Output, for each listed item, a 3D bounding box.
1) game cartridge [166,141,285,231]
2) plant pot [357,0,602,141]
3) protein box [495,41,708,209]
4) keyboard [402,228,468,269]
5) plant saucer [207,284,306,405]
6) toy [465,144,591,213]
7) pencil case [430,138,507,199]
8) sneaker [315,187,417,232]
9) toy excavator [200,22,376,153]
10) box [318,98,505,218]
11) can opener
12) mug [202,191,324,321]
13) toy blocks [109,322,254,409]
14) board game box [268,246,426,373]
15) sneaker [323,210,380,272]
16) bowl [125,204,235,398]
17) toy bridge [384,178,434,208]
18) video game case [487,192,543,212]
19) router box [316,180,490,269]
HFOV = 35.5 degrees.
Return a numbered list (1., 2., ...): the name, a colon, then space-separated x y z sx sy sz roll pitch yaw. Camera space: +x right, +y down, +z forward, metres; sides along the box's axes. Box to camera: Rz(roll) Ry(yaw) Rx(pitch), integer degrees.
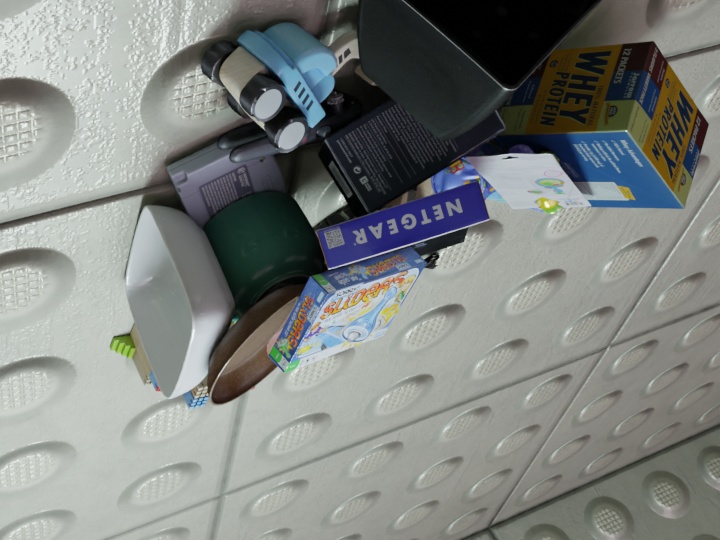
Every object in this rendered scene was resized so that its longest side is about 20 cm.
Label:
1. game cartridge: -0.163 -0.098 1.433 0.133 0.042 0.200 -30 152 -11
2. plant pot: 0.110 -0.266 1.234 0.200 0.199 0.178 -46 175 -29
3. protein box: 0.325 -0.188 1.510 0.198 0.199 0.135 38 65 -43
4. keyboard: 0.084 -0.035 1.795 0.199 0.021 0.127 -16 143 -24
5. plant saucer: -0.123 0.084 1.399 0.200 0.037 0.201 -42 165 -14
6. toy: 0.227 -0.131 1.484 0.115 0.047 0.200 0 161 26
7. pencil case: 0.177 -0.143 1.580 0.078 0.087 0.200 -47 169 35
8. sneaker: 0.017 -0.054 1.642 0.199 0.077 0.085 -27 157 -8
9. toy excavator: -0.051 -0.231 1.279 0.200 0.100 0.195 -44 148 -4
10. box: 0.060 -0.161 1.407 0.200 0.107 0.148 -32 -178 -4
11. can opener: -0.079 -0.168 1.340 0.200 0.063 0.079 -26 135 -38
12. mug: -0.122 -0.002 1.469 0.152 0.115 0.185 -26 152 -10
13. toy blocks: -0.240 0.134 1.619 0.199 0.137 0.100 -8 144 -36
14. board game box: -0.014 0.047 1.413 0.200 0.034 0.136 -17 144 -48
15. sneaker: 0.000 0.000 1.521 0.081 0.083 0.200 -30 -153 52
16. bowl: -0.224 0.035 1.406 0.074 0.200 0.200 -11 147 -30
17. toy bridge: 0.093 -0.111 1.579 0.200 0.027 0.067 -32 137 -48
18. video game case: 0.298 -0.180 1.747 0.181 0.046 0.200 8 133 -49
19. router box: 0.049 -0.053 1.373 0.199 0.049 0.179 -17 -179 -1
